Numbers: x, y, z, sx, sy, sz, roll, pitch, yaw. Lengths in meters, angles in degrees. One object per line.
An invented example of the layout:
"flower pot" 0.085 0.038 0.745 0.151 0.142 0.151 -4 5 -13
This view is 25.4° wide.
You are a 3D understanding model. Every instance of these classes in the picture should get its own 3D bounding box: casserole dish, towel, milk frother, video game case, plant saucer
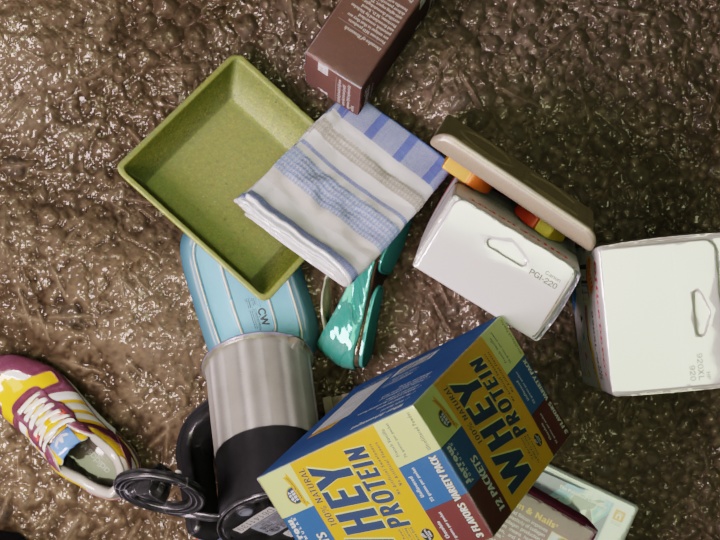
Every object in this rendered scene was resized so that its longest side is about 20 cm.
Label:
"casserole dish" -0.117 0.023 1.663 0.120 0.039 0.201 -17 91 0
"towel" -0.013 -0.087 1.611 0.147 0.024 0.200 37 58 9
"milk frother" -0.137 0.159 1.558 0.179 0.200 0.189 -22 52 15
"video game case" 0.165 0.288 1.674 0.199 0.023 0.183 25 90 0
"plant saucer" -0.119 -0.089 1.626 0.200 0.048 0.200 42 59 -1

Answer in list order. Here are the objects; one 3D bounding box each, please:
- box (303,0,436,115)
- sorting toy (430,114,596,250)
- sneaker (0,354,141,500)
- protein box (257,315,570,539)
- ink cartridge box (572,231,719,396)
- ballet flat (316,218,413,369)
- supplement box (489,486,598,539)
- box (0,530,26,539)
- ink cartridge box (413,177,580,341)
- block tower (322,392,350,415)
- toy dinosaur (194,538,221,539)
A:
"box" 0.025 -0.267 1.616 0.075 0.100 0.201 34 81 4
"sorting toy" 0.150 -0.085 1.586 0.185 0.200 0.037 34 101 -1
"sneaker" -0.309 0.157 1.635 0.200 0.090 0.075 37 90 -1
"protein box" 0.052 0.171 1.470 0.198 0.200 0.135 -29 96 34
"ink cartridge box" 0.296 0.040 1.586 0.143 0.200 0.149 -6 90 -1
"ballet flat" 0.000 0.000 1.653 0.070 0.067 0.201 17 88 14
"supplement box" 0.131 0.310 1.612 0.130 0.103 0.201 30 90 -1
"box" -0.356 0.390 1.587 0.198 0.123 0.201 30 90 27
"ink cartridge box" 0.136 -0.020 1.580 0.145 0.200 0.085 31 101 -1
"block tower" 0.054 0.150 1.649 0.198 0.054 0.058 -11 59 -2
"toy dinosaur" -0.173 0.300 1.643 0.199 0.105 0.183 16 72 10
